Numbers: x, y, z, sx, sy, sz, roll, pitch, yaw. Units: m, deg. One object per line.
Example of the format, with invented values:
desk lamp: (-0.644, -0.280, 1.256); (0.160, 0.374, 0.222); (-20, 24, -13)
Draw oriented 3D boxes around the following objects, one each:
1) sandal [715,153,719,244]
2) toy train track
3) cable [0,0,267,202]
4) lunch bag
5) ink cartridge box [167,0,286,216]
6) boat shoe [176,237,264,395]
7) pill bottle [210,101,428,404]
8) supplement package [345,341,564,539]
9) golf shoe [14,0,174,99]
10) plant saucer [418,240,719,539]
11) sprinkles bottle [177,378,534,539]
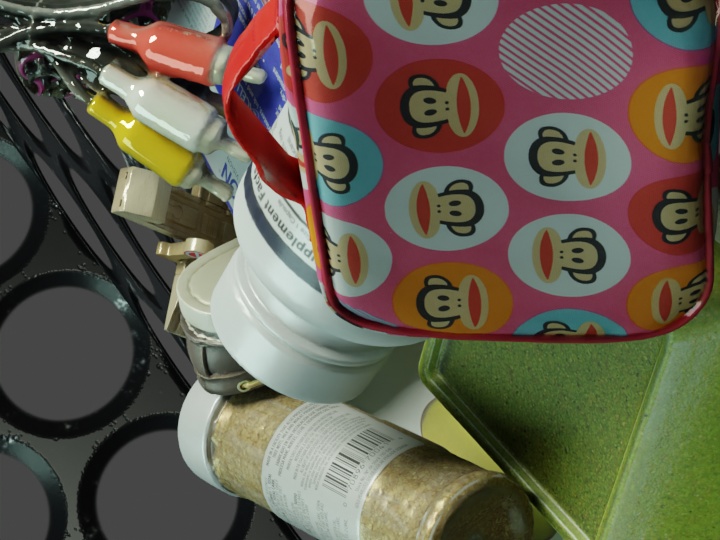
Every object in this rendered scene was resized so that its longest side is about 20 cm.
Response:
sandal: (0.182, 0.034, 0.856); (0.200, 0.054, 0.080); (52, 168, 17)
toy train track: (-0.039, -0.010, 1.166); (0.032, 0.115, 0.200); (-5, 159, 45)
cable: (-0.136, -0.105, 1.047); (0.050, 0.200, 0.097); (-73, 2, -60)
lunch bag: (0.039, -0.060, 0.808); (0.200, 0.176, 0.082); (86, -176, -45)
ink cartridge box: (-0.048, -0.141, 1.071); (0.198, 0.047, 0.200); (62, 152, 30)
boat shoe: (0.000, 0.000, 1.134); (0.072, 0.200, 0.060); (35, 141, 43)
pill bottle: (0.015, -0.039, 0.958); (0.111, 0.111, 0.200); (51, 128, 23)
supplement package: (0.088, 0.101, 1.190); (0.200, 0.152, 0.151); (49, 168, 31)
golf shoe: (-0.124, -0.175, 1.092); (0.200, 0.072, 0.092); (-66, 34, 34)
plant saucer: (0.095, 0.032, 1.013); (0.200, 0.048, 0.200); (47, 139, 36)
sprinkles bottle: (-0.006, 0.099, 1.084); (0.200, 0.068, 0.068); (22, 147, 49)
